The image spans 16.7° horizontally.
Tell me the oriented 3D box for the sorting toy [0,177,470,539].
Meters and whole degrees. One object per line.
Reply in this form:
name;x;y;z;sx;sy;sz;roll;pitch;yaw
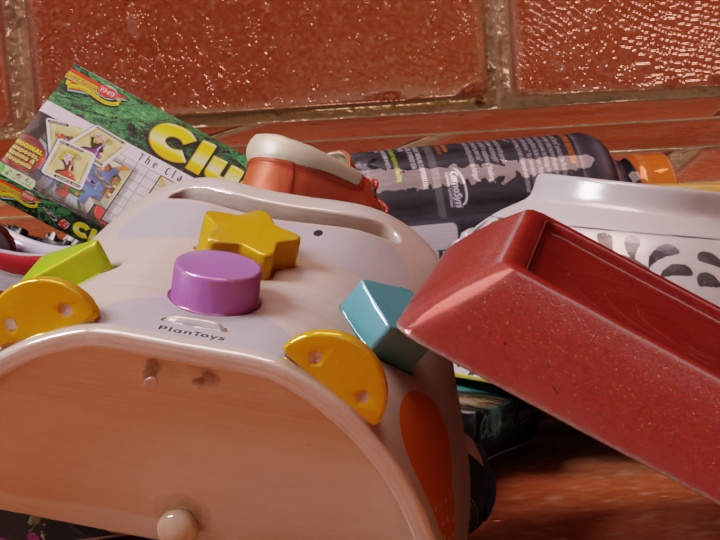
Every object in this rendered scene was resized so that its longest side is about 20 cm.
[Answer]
sorting toy;-0.046;0.020;0.898;0.200;0.107;0.180;10;29;7

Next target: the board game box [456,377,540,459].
board game box;-0.031;0.053;1.075;0.200;0.028;0.135;8;4;15

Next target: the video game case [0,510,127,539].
video game case;-0.162;0.085;1.062;0.181;0.036;0.200;-6;8;-17

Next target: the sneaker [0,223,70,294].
sneaker;-0.224;0.034;1.193;0.200;0.113;0.071;-6;10;-1

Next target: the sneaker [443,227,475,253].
sneaker;0.124;0.022;1.330;0.200;0.075;0.082;-7;40;-46

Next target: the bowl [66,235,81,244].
bowl;-0.103;-0.001;1.413;0.200;0.094;0.201;-5;7;1

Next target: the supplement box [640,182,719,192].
supplement box;0.225;-0.006;1.268;0.200;0.067;0.069;-1;-30;-12

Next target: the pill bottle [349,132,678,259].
pill bottle;0.091;-0.028;1.484;0.200;0.106;0.106;-6;8;-6

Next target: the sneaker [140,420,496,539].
sneaker;-0.050;0.081;0.938;0.200;0.077;0.085;11;44;9

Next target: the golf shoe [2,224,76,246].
golf shoe;-0.135;0.038;1.260;0.078;0.095;0.200;34;-14;-34

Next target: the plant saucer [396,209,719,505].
plant saucer;0.118;0.037;0.882;0.200;0.037;0.200;29;11;2

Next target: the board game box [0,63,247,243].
board game box;-0.092;-0.032;1.329;0.200;0.023;0.105;28;41;0

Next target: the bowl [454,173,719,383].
bowl;0.120;0.006;1.129;0.200;0.094;0.201;7;3;0

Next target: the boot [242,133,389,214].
boot;0.000;0.000;1.214;0.075;0.107;0.200;2;-14;34
